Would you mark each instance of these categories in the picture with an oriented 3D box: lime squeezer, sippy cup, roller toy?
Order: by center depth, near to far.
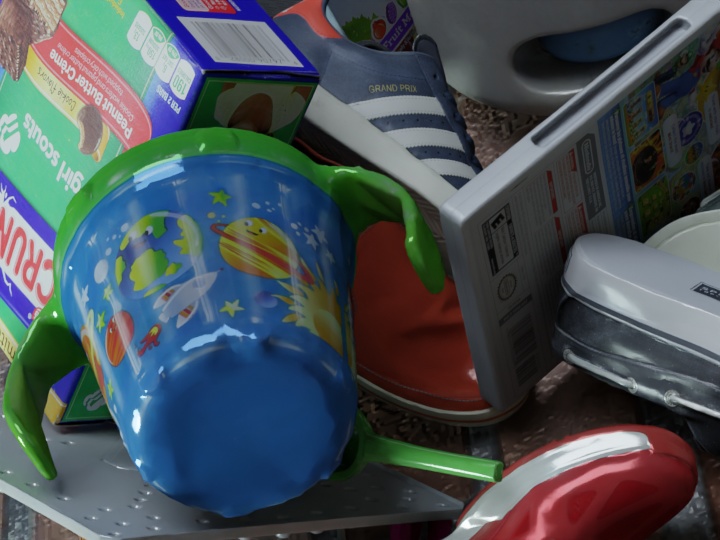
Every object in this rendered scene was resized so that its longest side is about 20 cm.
[{"bbox_3d":[-0.059,0.030,1.283,0.178,0.139,0.131,-57,28,25],"label":"sippy cup"},{"bbox_3d":[-0.002,0.080,1.356,0.038,0.070,0.200,-68,18,-4],"label":"lime squeezer"},{"bbox_3d":[0.106,-0.176,1.553,0.200,0.140,0.182,22,54,37],"label":"roller toy"}]

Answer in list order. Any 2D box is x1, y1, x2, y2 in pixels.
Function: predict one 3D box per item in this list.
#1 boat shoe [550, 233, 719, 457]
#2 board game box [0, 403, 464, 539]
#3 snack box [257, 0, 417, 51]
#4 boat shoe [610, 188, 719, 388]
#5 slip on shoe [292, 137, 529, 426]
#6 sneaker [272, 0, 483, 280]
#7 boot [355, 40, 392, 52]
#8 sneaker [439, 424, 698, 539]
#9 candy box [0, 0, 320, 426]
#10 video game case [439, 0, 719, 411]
[{"bbox_3d":[0.171,0.052,1.320,0.199,0.068,0.072,24,25,24],"label":"boat shoe"},{"bbox_3d":[-0.088,0.098,1.372,0.199,0.026,0.200,-1,14,-38],"label":"board game box"},{"bbox_3d":[-0.003,-0.209,1.615,0.067,0.200,0.169,7,53,40],"label":"snack box"},{"bbox_3d":[0.191,-0.011,1.397,0.200,0.073,0.062,-39,-5,2],"label":"boat shoe"},{"bbox_3d":[0.000,0.000,1.423,0.200,0.061,0.074,42,61,6],"label":"slip on shoe"},{"bbox_3d":[0.033,-0.062,1.457,0.085,0.200,0.075,-51,2,-25],"label":"sneaker"},{"bbox_3d":[-0.071,-0.044,1.547,0.200,0.070,0.132,-50,12,-19],"label":"boot"},{"bbox_3d":[0.070,0.157,1.285,0.200,0.078,0.116,-33,45,18],"label":"sneaker"},{"bbox_3d":[-0.121,-0.055,1.414,0.169,0.077,0.201,49,127,40],"label":"candy box"},{"bbox_3d":[0.123,-0.040,1.377,0.200,0.143,0.018,-39,54,-19],"label":"video game case"}]
